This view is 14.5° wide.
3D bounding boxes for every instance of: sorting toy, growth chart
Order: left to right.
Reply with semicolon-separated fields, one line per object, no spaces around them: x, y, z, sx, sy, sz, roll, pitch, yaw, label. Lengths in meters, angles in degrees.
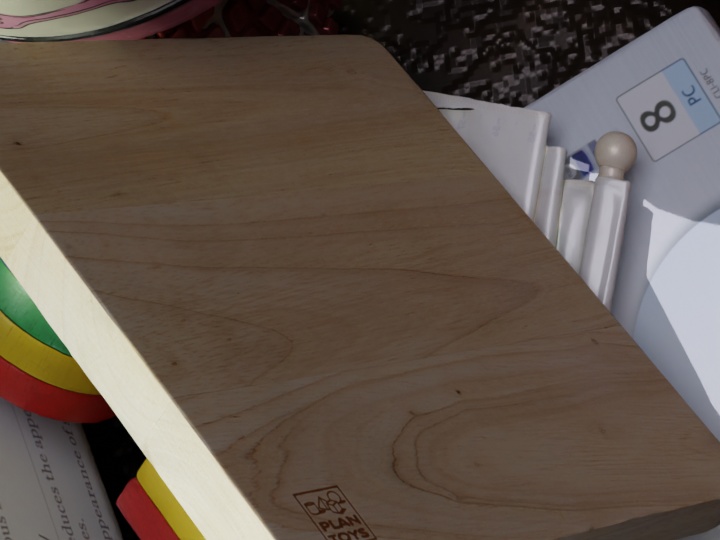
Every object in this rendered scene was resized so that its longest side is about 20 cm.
-0.020;0.025;0.820;0.199;0.199;0.070;51;124;24;sorting toy
0.000;0.000;0.931;0.199;0.018;0.146;17;89;32;growth chart

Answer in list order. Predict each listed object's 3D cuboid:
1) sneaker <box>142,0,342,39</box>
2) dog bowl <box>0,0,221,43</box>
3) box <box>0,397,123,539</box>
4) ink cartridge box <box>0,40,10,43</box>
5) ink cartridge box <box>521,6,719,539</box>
-0.048;-0.107;0.948;0.082;0.078;0.200;0;44;30;sneaker
-0.084;-0.156;0.854;0.199;0.074;0.201;-9;64;19;dog bowl
-0.177;0.110;0.816;0.199;0.130;0.201;-33;65;25;box
-0.148;-0.033;0.931;0.199;0.068;0.116;18;53;-8;ink cartridge box
0.067;0.033;0.917;0.199;0.047;0.161;-31;71;4;ink cartridge box
